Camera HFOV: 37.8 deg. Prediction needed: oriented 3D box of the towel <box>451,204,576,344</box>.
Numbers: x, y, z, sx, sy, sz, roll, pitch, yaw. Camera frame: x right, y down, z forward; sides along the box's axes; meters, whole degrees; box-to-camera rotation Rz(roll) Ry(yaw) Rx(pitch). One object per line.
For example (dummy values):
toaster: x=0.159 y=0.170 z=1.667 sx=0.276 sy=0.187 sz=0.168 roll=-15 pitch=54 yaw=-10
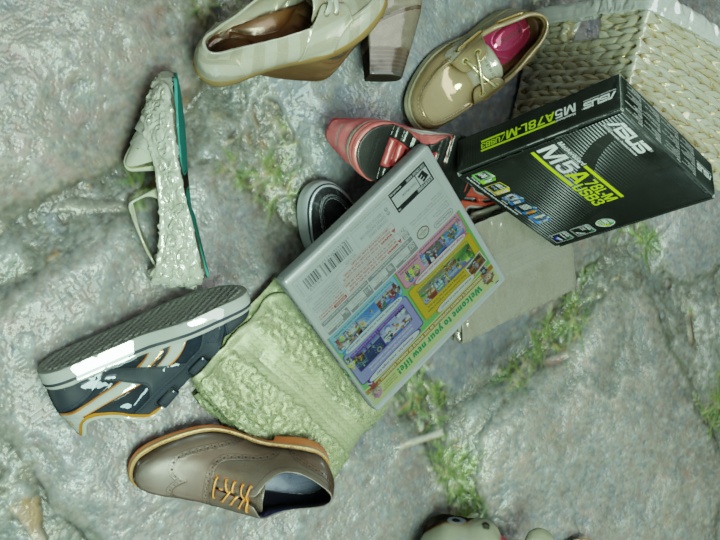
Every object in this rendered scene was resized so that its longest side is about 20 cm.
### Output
towel: x=0.168 y=-0.009 z=1.193 sx=0.198 sy=0.034 sz=0.134 roll=-21 pitch=113 yaw=-31

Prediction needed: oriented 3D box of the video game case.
video game case: x=0.037 y=0.008 z=1.046 sx=0.200 sy=0.022 sz=0.183 roll=-44 pitch=120 yaw=-15

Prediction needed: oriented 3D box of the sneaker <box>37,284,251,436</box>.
sneaker: x=-0.185 y=0.081 z=0.956 sx=0.198 sy=0.078 sz=0.080 roll=-23 pitch=109 yaw=-8

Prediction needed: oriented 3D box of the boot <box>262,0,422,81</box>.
boot: x=-0.031 y=-0.267 z=1.048 sx=0.197 sy=0.070 sz=0.149 roll=1 pitch=84 yaw=-24

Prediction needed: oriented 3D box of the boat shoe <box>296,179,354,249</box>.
boat shoe: x=0.000 y=0.000 z=1.076 sx=0.071 sy=0.067 sz=0.202 roll=-29 pitch=108 yaw=-26

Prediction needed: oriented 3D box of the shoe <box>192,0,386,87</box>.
shoe: x=-0.062 y=-0.227 z=0.969 sx=0.198 sy=0.053 sz=0.070 roll=-26 pitch=74 yaw=-13

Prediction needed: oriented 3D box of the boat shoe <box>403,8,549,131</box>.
boat shoe: x=0.129 y=-0.224 z=1.140 sx=0.200 sy=0.069 sz=0.074 roll=-45 pitch=114 yaw=-21

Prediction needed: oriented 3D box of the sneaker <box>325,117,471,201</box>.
sneaker: x=0.045 y=-0.126 z=1.091 sx=0.199 sy=0.086 sz=0.075 roll=13 pitch=104 yaw=-46

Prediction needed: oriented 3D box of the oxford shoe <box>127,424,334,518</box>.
oxford shoe: x=-0.119 y=0.194 z=0.994 sx=0.197 sy=0.073 sz=0.072 roll=1 pitch=110 yaw=-15

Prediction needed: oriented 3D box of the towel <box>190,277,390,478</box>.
towel: x=-0.066 y=0.123 z=1.063 sx=0.200 sy=0.036 sz=0.149 roll=47 pitch=71 yaw=-25

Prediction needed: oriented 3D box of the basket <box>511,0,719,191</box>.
basket: x=0.301 y=-0.195 z=1.175 sx=0.198 sy=0.197 sz=0.163 roll=19 pitch=86 yaw=-31

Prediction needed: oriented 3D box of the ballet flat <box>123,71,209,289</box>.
ballet flat: x=-0.183 y=-0.079 z=0.963 sx=0.071 sy=0.071 sz=0.203 roll=-12 pitch=99 yaw=-30

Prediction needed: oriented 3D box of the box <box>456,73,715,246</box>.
box: x=0.230 y=-0.103 z=1.072 sx=0.199 sy=0.191 sz=0.048 roll=29 pitch=56 yaw=-41

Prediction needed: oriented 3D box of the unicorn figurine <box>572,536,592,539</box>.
unicorn figurine: x=0.294 y=0.418 z=1.283 sx=0.136 sy=0.074 sz=0.203 roll=-26 pitch=106 yaw=-27

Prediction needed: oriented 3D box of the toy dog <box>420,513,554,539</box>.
toy dog: x=0.141 y=0.352 z=1.159 sx=0.201 sy=0.192 sz=0.140 roll=54 pitch=30 yaw=-19

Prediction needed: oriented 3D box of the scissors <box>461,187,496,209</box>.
scissors: x=0.084 y=-0.077 z=1.154 sx=0.198 sy=0.014 sz=0.074 roll=-5 pitch=98 yaw=-33
